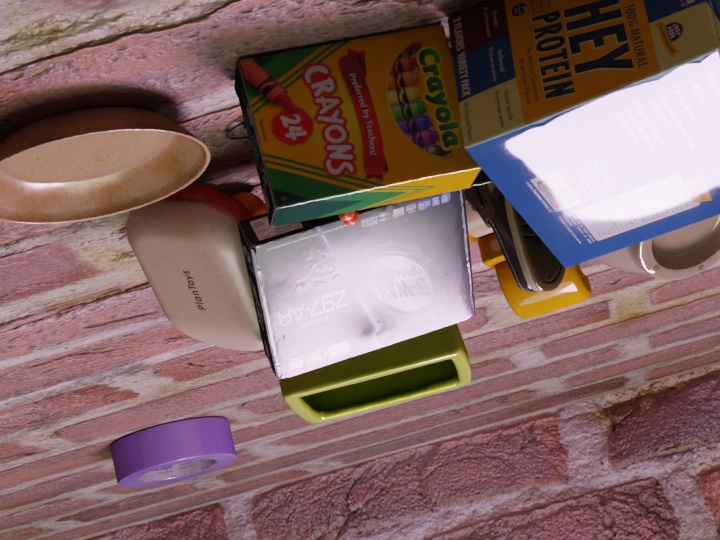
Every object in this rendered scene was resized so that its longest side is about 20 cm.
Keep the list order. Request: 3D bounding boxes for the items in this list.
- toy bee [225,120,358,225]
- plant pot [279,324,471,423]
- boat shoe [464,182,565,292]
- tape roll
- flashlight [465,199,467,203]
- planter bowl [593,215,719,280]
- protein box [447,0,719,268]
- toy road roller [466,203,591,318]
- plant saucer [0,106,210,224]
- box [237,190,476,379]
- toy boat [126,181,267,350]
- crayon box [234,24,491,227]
[{"bbox_3d":[0.003,-0.097,1.344,0.200,0.109,0.131,-23,165,29],"label":"toy bee"},{"bbox_3d":[0.002,0.049,1.733,0.200,0.182,0.199,-15,166,3],"label":"plant pot"},{"bbox_3d":[0.123,-0.075,1.368,0.066,0.201,0.072,-17,178,40],"label":"boat shoe"},{"bbox_3d":[-0.308,0.301,2.597,0.200,0.066,0.200,-13,165,-4],"label":"tape roll"},{"bbox_3d":[0.154,-0.136,1.411,0.200,0.068,0.068,-35,-168,32],"label":"flashlight"},{"bbox_3d":[0.273,-0.076,1.451,0.200,0.135,0.200,-15,132,-18],"label":"planter bowl"},{"bbox_3d":[0.205,-0.131,1.235,0.200,0.135,0.199,-21,143,22],"label":"protein box"},{"bbox_3d":[0.177,-0.033,1.663,0.123,0.146,0.200,-20,164,19],"label":"toy road roller"},{"bbox_3d":[-0.225,-0.090,1.294,0.200,0.035,0.200,-13,165,-4],"label":"plant saucer"},{"bbox_3d":[0.000,0.000,1.426,0.200,0.044,0.160,-17,129,-11],"label":"box"},{"bbox_3d":[-0.127,-0.020,1.491,0.130,0.131,0.200,7,138,27],"label":"toy boat"},{"bbox_3d":[0.013,-0.118,1.240,0.200,0.127,0.051,-12,165,-12],"label":"crayon box"}]
